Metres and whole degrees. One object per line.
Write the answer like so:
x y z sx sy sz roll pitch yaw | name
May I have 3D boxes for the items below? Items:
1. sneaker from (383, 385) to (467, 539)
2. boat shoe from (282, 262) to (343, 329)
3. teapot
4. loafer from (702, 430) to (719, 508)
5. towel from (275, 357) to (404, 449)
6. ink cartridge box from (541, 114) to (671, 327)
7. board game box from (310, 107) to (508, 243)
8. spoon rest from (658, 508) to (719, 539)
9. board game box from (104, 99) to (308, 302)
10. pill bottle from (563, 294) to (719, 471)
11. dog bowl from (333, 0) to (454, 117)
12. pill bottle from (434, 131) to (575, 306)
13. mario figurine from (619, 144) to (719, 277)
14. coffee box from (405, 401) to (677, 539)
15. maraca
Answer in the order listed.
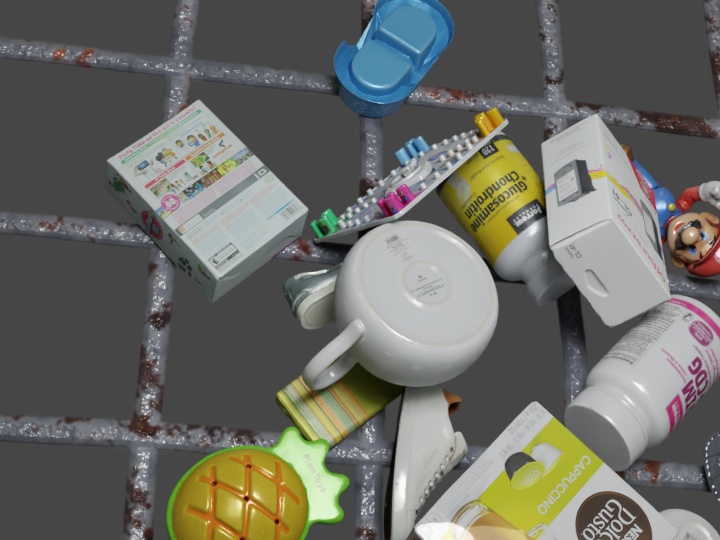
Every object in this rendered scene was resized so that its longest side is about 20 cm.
0.074 0.213 1.544 0.083 0.073 0.202 13 58 -2 | sneaker
0.000 0.000 1.653 0.198 0.073 0.062 -26 51 -23 | boat shoe
0.047 0.055 1.567 0.197 0.147 0.199 17 52 -11 | teapot
0.454 0.276 1.603 0.071 0.063 0.201 -34 64 6 | loafer
0.002 0.124 1.616 0.199 0.018 0.086 -34 77 -27 | towel
0.281 -0.059 1.631 0.148 0.085 0.201 47 27 -31 | ink cartridge box
0.052 -0.111 1.658 0.200 0.199 0.026 -41 104 -28 | board game box
0.335 0.340 1.543 0.099 0.061 0.200 36 47 8 | spoon rest
-0.183 -0.084 1.669 0.147 0.064 0.200 -37 75 -28 | board game box
0.329 0.129 1.620 0.113 0.114 0.200 42 62 14 | pill bottle
0.041 -0.277 1.832 0.111 0.050 0.201 32 60 8 | dog bowl
0.185 -0.061 1.699 0.111 0.112 0.201 -28 69 -24 | pill bottle
0.376 -0.069 1.742 0.199 0.124 0.106 38 48 16 | mario figurine
0.166 0.298 1.440 0.197 0.201 0.199 42 62 13 | coffee box
-0.107 0.242 1.471 0.198 0.107 0.138 -25 76 -23 | maraca
